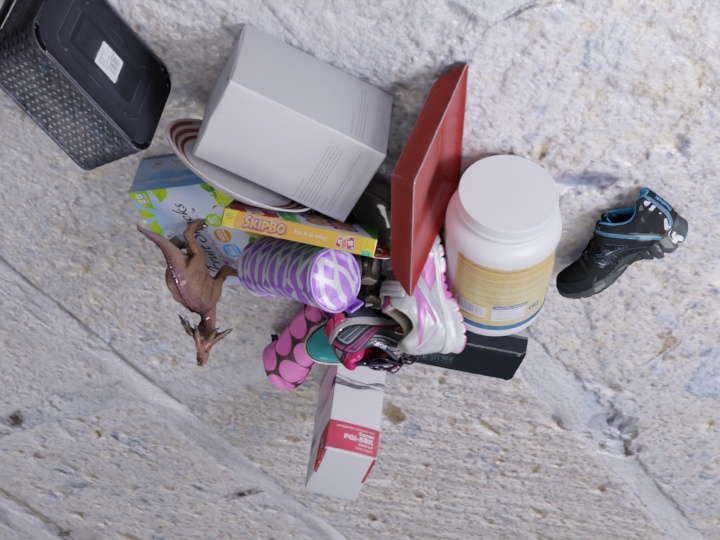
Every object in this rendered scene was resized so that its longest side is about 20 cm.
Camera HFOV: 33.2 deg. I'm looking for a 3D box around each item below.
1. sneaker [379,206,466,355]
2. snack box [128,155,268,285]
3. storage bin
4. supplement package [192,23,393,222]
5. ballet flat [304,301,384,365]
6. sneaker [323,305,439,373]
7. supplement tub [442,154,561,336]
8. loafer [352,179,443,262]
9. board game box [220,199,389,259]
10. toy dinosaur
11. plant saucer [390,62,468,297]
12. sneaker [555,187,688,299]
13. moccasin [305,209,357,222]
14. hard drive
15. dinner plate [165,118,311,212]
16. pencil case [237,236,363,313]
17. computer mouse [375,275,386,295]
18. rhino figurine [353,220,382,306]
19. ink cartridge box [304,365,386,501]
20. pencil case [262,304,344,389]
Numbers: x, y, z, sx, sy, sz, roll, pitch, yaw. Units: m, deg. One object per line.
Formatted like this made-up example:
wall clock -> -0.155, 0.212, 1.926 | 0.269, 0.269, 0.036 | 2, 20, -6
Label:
sneaker -> 0.063, 0.015, 1.503 | 0.087, 0.203, 0.081 | -15, 170, -13
snack box -> -0.190, -0.067, 1.620 | 0.166, 0.068, 0.201 | -4, 138, 21
storage bin -> -0.324, -0.232, 1.396 | 0.093, 0.137, 0.200 | -15, 134, 31
supplement package -> -0.076, -0.171, 1.409 | 0.198, 0.121, 0.122 | 24, 131, -15
ballet flat -> 0.019, 0.075, 1.659 | 0.198, 0.070, 0.070 | -24, 134, 8
sneaker -> 0.048, 0.098, 1.579 | 0.197, 0.075, 0.081 | -1, 136, -28
supplement tub -> 0.173, -0.029, 1.505 | 0.142, 0.146, 0.201 | 8, 142, 5
loafer -> 0.052, -0.046, 1.579 | 0.069, 0.071, 0.199 | -26, 128, 38
board game box -> -0.060, -0.049, 1.419 | 0.197, 0.096, 0.030 | 14, 100, -1
toy dinosaur -> -0.219, 0.025, 1.578 | 0.085, 0.137, 0.201 | -11, 136, 29
plant saucer -> 0.076, -0.107, 1.398 | 0.036, 0.202, 0.201 | 14, 143, 12
sneaker -> 0.318, -0.035, 1.535 | 0.082, 0.074, 0.199 | 45, 128, -13
moccasin -> -0.068, -0.073, 1.556 | 0.077, 0.075, 0.200 | -29, 138, 30
hard drive -> 0.135, 0.112, 1.750 | 0.197, 0.033, 0.140 | 11, 160, 2
dinner plate -> -0.144, -0.121, 1.447 | 0.198, 0.201, 0.024 | 23, 113, -13
pencil case -> -0.079, 0.006, 1.497 | 0.199, 0.083, 0.086 | 9, 128, 58
computer mouse -> 0.004, 0.005, 1.688 | 0.199, 0.034, 0.058 | 34, 149, -22
rhino figurine -> 0.000, 0.000, 1.567 | 0.059, 0.089, 0.200 | -1, 163, 2
ink cartridge box -> -0.019, 0.220, 1.823 | 0.082, 0.202, 0.147 | 14, 143, -8
pencil case -> -0.070, 0.093, 1.774 | 0.092, 0.093, 0.200 | 60, 139, 12
